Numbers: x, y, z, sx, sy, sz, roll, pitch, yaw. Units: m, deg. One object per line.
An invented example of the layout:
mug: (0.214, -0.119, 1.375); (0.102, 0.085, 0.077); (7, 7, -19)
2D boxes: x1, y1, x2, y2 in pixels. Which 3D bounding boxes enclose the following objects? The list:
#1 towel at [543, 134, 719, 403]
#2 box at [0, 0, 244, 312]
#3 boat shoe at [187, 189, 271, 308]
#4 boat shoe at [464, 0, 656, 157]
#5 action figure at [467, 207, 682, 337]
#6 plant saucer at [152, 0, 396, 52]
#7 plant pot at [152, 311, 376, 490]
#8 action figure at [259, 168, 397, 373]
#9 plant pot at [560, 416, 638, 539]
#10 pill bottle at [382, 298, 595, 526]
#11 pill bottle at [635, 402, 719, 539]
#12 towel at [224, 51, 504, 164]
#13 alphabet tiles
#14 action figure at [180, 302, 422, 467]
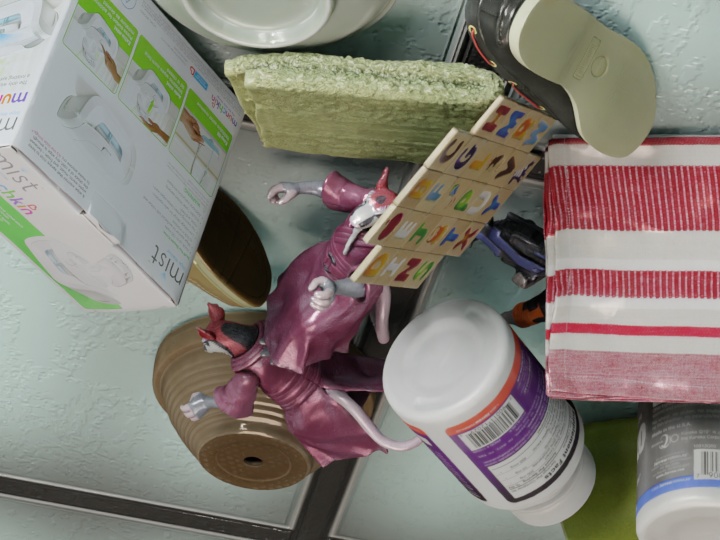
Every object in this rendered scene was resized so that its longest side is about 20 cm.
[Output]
towel: (0.208, 0.000, 1.610); (0.143, 0.023, 0.202); (0, 100, 9)
box: (-0.187, -0.096, 1.512); (0.096, 0.178, 0.200); (-3, 147, 34)
boat shoe: (-0.150, -0.038, 1.700); (0.066, 0.074, 0.200); (-19, 127, 38)
boat shoe: (0.143, -0.143, 1.502); (0.063, 0.074, 0.201); (30, 177, 41)
action figure: (0.161, -0.002, 1.699); (0.199, 0.105, 0.194); (34, 137, 6)
plant saucer: (-0.068, -0.203, 1.461); (0.198, 0.051, 0.201); (5, 145, 4)
plant pot: (-0.088, 0.128, 1.901); (0.199, 0.093, 0.201); (4, 144, 3)
action figure: (0.000, 0.000, 1.648); (0.148, 0.135, 0.200); (9, 142, -27)
plant pot: (0.283, 0.198, 1.884); (0.199, 0.188, 0.187); (-20, 140, 11)
pill bottle: (0.110, 0.120, 1.715); (0.111, 0.112, 0.200); (-13, 140, 27)
pill bottle: (0.278, 0.127, 1.737); (0.113, 0.201, 0.114); (4, 144, 3)
towel: (0.009, -0.117, 1.552); (0.198, 0.037, 0.148); (5, 165, 8)
alphabet tiles: (0.069, -0.053, 1.549); (0.167, 0.006, 0.200); (-50, 162, 12)
action figure: (-0.054, 0.093, 1.764); (0.199, 0.135, 0.149); (32, 175, -32)
